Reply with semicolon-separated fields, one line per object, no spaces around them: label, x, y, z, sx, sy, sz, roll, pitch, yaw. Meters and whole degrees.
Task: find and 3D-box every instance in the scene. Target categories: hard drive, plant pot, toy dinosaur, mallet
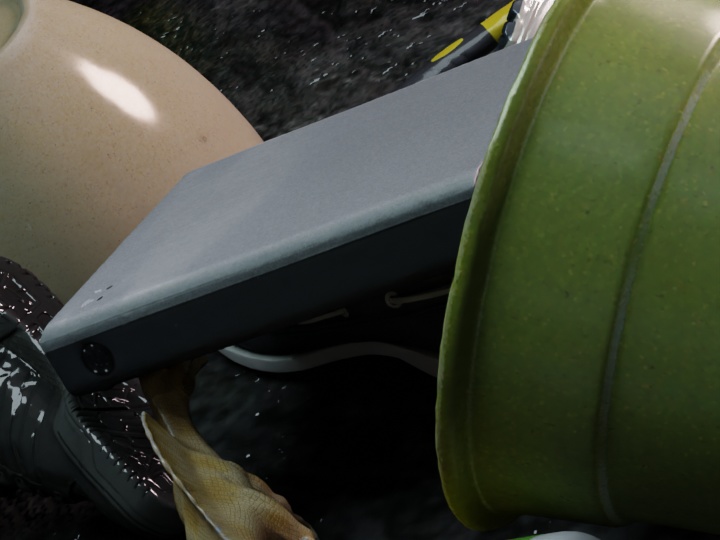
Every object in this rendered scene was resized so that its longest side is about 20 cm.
hard drive;-0.008;-0.023;1.017;0.199;0.033;0.140;-19;20;33
plant pot;0.148;0.012;0.840;0.189;0.200;0.200;18;52;21
toy dinosaur;-0.045;0.094;0.981;0.058;0.101;0.200;-37;27;-1
plant pot;-0.155;-0.048;1.257;0.200;0.135;0.201;-23;32;16
mallet;0.062;-0.114;1.256;0.200;0.041;0.066;-35;24;6

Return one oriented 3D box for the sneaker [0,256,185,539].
sneaker;-0.145;0.070;1.147;0.200;0.060;0.104;45;116;32

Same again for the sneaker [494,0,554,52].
sneaker;0.106;-0.099;1.150;0.086;0.078;0.201;18;67;6

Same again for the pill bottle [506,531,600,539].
pill bottle;-0.010;0.150;0.861;0.199;0.111;0.111;-13;35;29

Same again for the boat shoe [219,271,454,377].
boat shoe;0.000;0.000;1.118;0.199;0.060;0.076;-1;43;42
